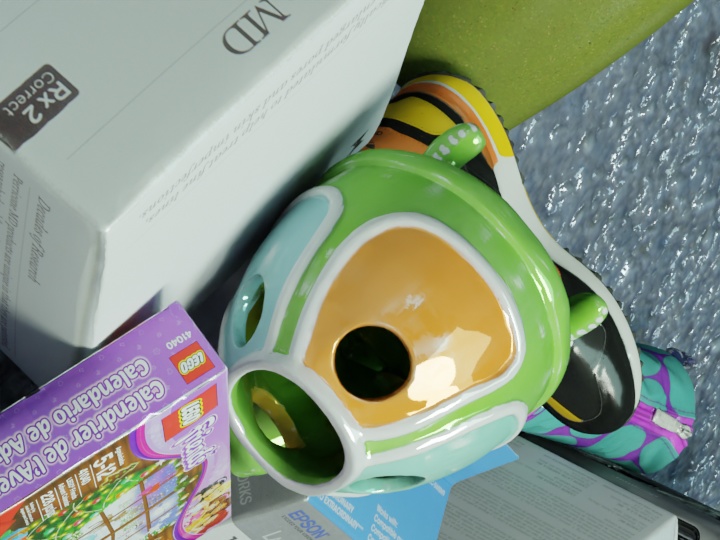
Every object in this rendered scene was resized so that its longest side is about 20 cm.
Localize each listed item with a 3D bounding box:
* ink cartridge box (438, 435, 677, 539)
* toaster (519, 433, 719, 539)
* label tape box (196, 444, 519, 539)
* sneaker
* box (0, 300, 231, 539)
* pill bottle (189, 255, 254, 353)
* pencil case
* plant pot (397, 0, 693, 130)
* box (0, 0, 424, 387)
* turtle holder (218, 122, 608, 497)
[{"bbox_3d":[0.060,0.168,1.251,0.200,0.160,0.047,-28,130,-38],"label":"ink cartridge box"},{"bbox_3d":[0.185,0.201,1.409,0.200,0.181,0.119,24,91,-53],"label":"toaster"},{"bbox_3d":[-0.030,0.124,1.097,0.200,0.063,0.144,-20,146,16],"label":"label tape box"},{"bbox_3d":[0.057,0.008,1.038,0.090,0.070,0.200,-42,105,-45],"label":"sneaker"},{"bbox_3d":[-0.120,0.098,0.915,0.137,0.039,0.200,-33,162,-15],"label":"box"},{"bbox_3d":[0.000,0.000,1.112,0.200,0.114,0.114,0,112,-51],"label":"pill bottle"},{"bbox_3d":[0.134,0.070,1.338,0.200,0.092,0.085,20,91,-53],"label":"pencil case"},{"bbox_3d":[0.088,-0.169,1.084,0.200,0.187,0.187,-50,145,9],"label":"plant pot"},{"bbox_3d":[-0.087,-0.077,0.879,0.199,0.131,0.200,-45,171,-24],"label":"box"},{"bbox_3d":[-0.003,0.027,0.928,0.132,0.185,0.141,-43,120,-33],"label":"turtle holder"}]
